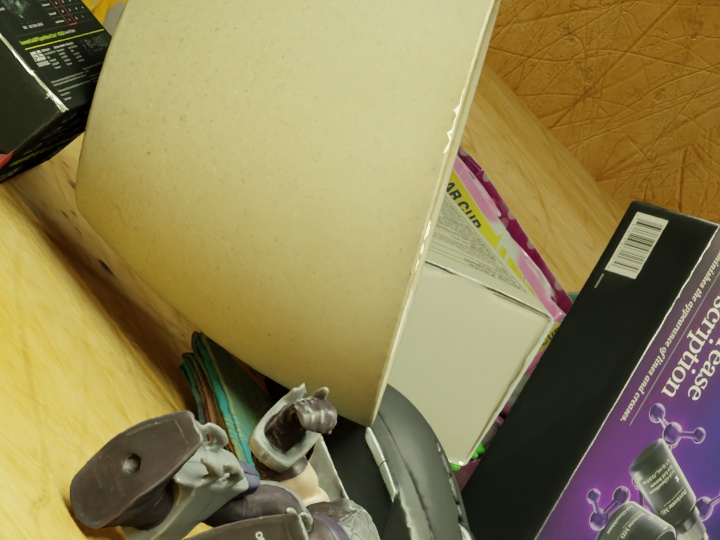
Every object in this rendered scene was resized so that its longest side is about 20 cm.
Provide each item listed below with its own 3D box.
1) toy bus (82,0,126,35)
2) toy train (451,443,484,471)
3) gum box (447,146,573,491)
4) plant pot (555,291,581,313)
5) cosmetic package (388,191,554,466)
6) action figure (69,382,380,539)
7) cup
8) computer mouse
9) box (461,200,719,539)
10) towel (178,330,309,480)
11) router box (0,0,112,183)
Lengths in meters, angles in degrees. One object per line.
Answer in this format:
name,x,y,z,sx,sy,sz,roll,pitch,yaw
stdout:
toy bus,-0.150,-0.144,1.417,0.078,0.065,0.200,48,8,-23
toy train,0.020,0.090,1.395,0.056,0.042,0.200,40,7,6
gum box,0.047,0.020,1.567,0.066,0.113,0.200,42,12,-43
plant pot,0.165,0.104,1.613,0.188,0.200,0.200,25,23,-42
cosmetic package,0.000,0.000,1.363,0.103,0.088,0.200,24,14,-26
action figure,-0.020,0.102,1.015,0.130,0.069,0.200,58,12,22
cup,-0.034,-0.052,1.154,0.143,0.201,0.200,16,9,1
computer mouse,0.040,0.114,1.228,0.200,0.046,0.140,56,10,28
box,0.156,0.088,1.461,0.141,0.201,0.079,36,-9,-34
towel,-0.002,0.126,1.183,0.200,0.022,0.147,48,10,-26
router box,-0.172,-0.111,1.165,0.150,0.062,0.200,51,9,-2
